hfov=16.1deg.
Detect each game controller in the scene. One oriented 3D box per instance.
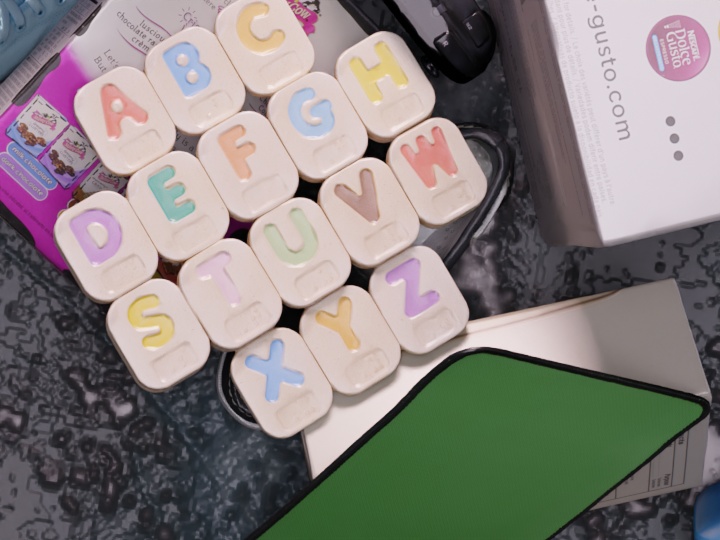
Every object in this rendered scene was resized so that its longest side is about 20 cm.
[{"bbox_3d":[-0.001,-0.178,1.280,0.042,0.104,0.200,-38,91,7],"label":"game controller"}]

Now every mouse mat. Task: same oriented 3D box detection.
[{"bbox_3d":[0.054,0.101,1.230,0.160,0.200,0.008,14,47,-35],"label":"mouse mat"}]

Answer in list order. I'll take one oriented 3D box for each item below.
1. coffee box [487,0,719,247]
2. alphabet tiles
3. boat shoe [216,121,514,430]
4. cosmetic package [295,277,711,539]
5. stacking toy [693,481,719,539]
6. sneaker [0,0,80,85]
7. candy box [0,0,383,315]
[{"bbox_3d":[0.174,-0.129,1.238,0.196,0.200,0.201,-13,90,-3],"label":"coffee box"},{"bbox_3d":[-0.042,-0.029,1.228,0.199,0.015,0.196,-30,88,-11],"label":"alphabet tiles"},{"bbox_3d":[0.000,0.000,1.300,0.075,0.060,0.200,39,88,-2],"label":"boat shoe"},{"bbox_3d":[0.070,0.077,1.273,0.198,0.104,0.073,-12,59,-4],"label":"cosmetic package"},{"bbox_3d":[0.222,0.211,1.296,0.115,0.110,0.202,4,101,9],"label":"stacking toy"},{"bbox_3d":[-0.188,-0.128,1.283,0.200,0.082,0.074,-41,92,-2],"label":"sneaker"},{"bbox_3d":[-0.094,-0.084,1.280,0.200,0.061,0.136,-46,110,-1],"label":"candy box"}]
